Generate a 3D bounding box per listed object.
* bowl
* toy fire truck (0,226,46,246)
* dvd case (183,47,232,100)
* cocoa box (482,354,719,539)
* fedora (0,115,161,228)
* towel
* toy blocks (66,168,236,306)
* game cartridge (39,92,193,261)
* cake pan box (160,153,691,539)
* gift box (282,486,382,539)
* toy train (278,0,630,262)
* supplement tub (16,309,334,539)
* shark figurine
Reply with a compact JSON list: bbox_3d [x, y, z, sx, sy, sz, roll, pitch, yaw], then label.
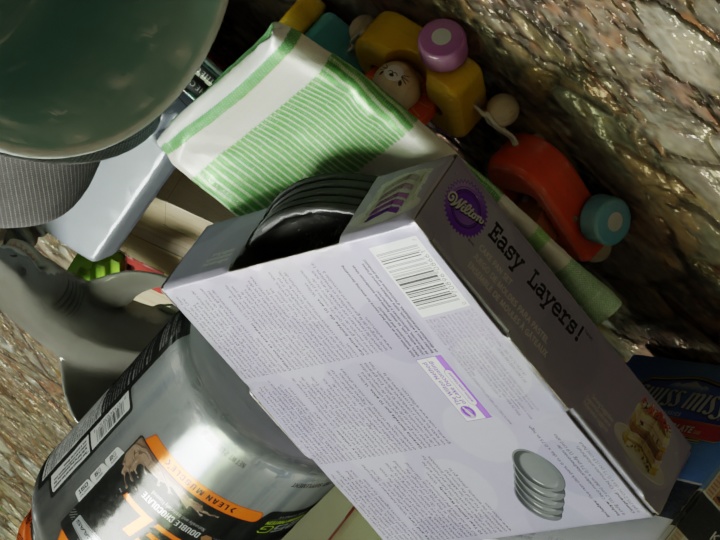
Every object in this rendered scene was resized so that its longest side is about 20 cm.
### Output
[{"bbox_3d":[-0.164,-0.151,1.304,0.105,0.201,0.201,6,141,51],"label":"bowl"},{"bbox_3d":[-0.215,-0.035,1.706,0.200,0.176,0.129,33,161,51],"label":"toy fire truck"},{"bbox_3d":[-0.082,-0.102,1.479,0.200,0.022,0.146,43,-176,1],"label":"dvd case"},{"bbox_3d":[0.186,0.156,1.424,0.200,0.131,0.133,49,160,-23],"label":"cocoa box"},{"bbox_3d":[-0.204,-0.085,1.472,0.200,0.090,0.177,13,-148,-16],"label":"fedora"},{"bbox_3d":[0.008,-0.023,1.361,0.200,0.023,0.153,41,149,-8],"label":"towel"},{"bbox_3d":[-0.086,-0.011,1.690,0.136,0.100,0.200,25,151,9],"label":"toy blocks"},{"bbox_3d":[-0.180,-0.108,1.587,0.200,0.041,0.133,48,126,10],"label":"game cartridge"},{"bbox_3d":[0.027,0.043,1.361,0.184,0.052,0.200,-17,121,47],"label":"cake pan box"},{"bbox_3d":[-0.015,0.143,1.731,0.187,0.185,0.200,46,156,-21],"label":"gift box"},{"bbox_3d":[0.027,-0.058,1.381,0.200,0.056,0.150,21,153,47],"label":"toy train"},{"bbox_3d":[-0.093,0.108,1.558,0.122,0.123,0.200,42,126,-1],"label":"supplement tub"},{"bbox_3d":[-0.121,0.052,1.644,0.214,0.090,0.128,16,162,-8],"label":"shark figurine"}]
